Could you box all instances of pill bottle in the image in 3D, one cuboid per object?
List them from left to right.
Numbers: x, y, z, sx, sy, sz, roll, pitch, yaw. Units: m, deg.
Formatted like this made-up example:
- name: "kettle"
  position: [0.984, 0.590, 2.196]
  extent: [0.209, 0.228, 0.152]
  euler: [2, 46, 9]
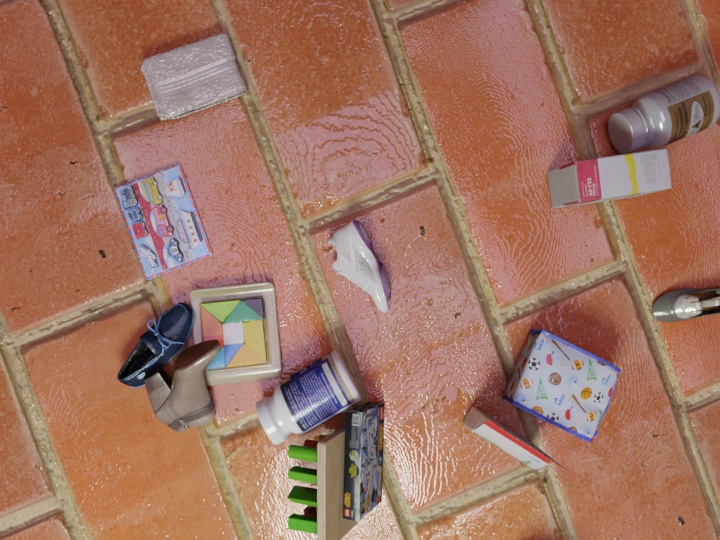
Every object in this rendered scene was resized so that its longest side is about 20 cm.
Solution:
- name: "pill bottle"
  position: [-0.106, 0.261, 1.168]
  extent: [0.197, 0.116, 0.118]
  euler: [-30, 92, -4]
- name: "pill bottle"
  position: [0.636, -0.323, 1.214]
  extent: [0.195, 0.114, 0.117]
  euler: [-21, 91, -3]

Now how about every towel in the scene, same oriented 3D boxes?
- name: "towel"
  position: [-0.347, -0.403, 1.196]
  extent: [0.195, 0.034, 0.136]
  euler: [-21, 92, -3]

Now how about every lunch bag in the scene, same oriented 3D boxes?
- name: "lunch bag"
  position: [0.422, 0.239, 1.198]
  extent: [0.196, 0.124, 0.174]
  euler: [24, 88, 5]

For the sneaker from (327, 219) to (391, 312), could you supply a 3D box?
- name: "sneaker"
  position: [0.000, 0.000, 1.208]
  extent: [0.098, 0.075, 0.204]
  euler: [-26, 91, 16]

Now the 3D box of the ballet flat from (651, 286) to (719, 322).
- name: "ballet flat"
  position: [0.735, 0.069, 1.245]
  extent: [0.194, 0.064, 0.069]
  euler: [-10, 90, -3]

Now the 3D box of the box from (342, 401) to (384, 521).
- name: "box"
  position: [0.008, 0.377, 1.157]
  extent: [0.039, 0.136, 0.206]
  euler: [0, 84, 22]

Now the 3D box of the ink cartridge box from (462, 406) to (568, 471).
- name: "ink cartridge box"
  position: [0.302, 0.348, 1.150]
  extent: [0.159, 0.200, 0.051]
  euler: [32, 89, -2]

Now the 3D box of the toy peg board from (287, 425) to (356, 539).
- name: "toy peg board"
  position: [-0.068, 0.415, 1.153]
  extent: [0.095, 0.198, 0.206]
  euler: [0, 90, 23]

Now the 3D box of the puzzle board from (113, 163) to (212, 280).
- name: "puzzle board"
  position: [-0.412, -0.102, 1.200]
  extent: [0.147, 0.017, 0.205]
  euler: [-20, 92, -3]

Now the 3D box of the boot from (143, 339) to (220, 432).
- name: "boot"
  position: [-0.336, 0.240, 1.165]
  extent: [0.196, 0.071, 0.148]
  euler: [-25, 112, 10]

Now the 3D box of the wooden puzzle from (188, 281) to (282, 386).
- name: "wooden puzzle"
  position: [-0.261, 0.133, 1.198]
  extent: [0.179, 0.037, 0.206]
  euler: [-6, 90, -4]

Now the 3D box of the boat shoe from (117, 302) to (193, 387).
- name: "boat shoe"
  position: [-0.412, 0.155, 1.163]
  extent: [0.083, 0.069, 0.203]
  euler: [30, 86, 21]

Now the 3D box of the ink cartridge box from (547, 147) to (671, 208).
- name: "ink cartridge box"
  position: [0.511, -0.188, 1.191]
  extent: [0.194, 0.145, 0.086]
  euler: [-9, 91, -3]
